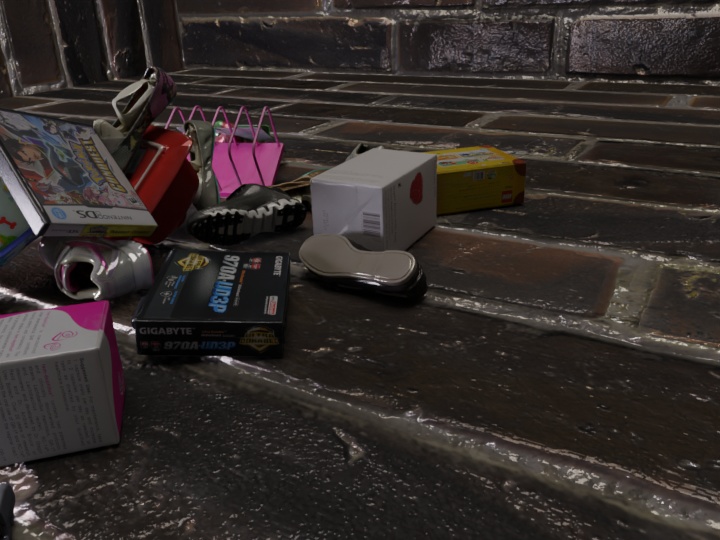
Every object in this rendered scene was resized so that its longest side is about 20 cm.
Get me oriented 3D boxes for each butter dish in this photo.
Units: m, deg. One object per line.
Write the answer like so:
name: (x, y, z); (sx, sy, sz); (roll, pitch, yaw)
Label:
butter dish: (-0.340, -0.118, 1.049); (0.199, 0.148, 0.201); (20, 75, 36)

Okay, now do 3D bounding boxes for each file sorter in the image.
file sorter: (-0.267, -0.235, 1.252); (0.198, 0.126, 0.140); (2, 54, 10)

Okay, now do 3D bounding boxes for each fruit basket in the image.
fruit basket: (-0.270, -0.287, 1.405); (0.183, 0.095, 0.200); (2, -9, 11)

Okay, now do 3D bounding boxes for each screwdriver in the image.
screwdriver: (-0.262, 0.020, 0.843); (0.028, 0.029, 0.201); (-3, 28, -3)

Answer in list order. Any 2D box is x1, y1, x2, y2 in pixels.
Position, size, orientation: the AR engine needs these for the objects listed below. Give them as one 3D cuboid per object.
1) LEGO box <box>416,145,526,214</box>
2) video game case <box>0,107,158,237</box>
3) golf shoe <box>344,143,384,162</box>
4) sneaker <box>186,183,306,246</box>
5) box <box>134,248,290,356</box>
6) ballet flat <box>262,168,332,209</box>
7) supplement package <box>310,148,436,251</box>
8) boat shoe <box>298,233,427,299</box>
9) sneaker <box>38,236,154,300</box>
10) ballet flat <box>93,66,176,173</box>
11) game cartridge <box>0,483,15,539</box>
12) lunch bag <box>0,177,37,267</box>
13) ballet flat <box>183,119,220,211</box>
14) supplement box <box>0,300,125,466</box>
LEGO box: (0.175, -0.165, 1.176); (0.198, 0.078, 0.149); (-9, 24, -14)
video game case: (-0.380, -0.126, 0.843); (0.201, 0.025, 0.180); (53, 23, 15)
golf shoe: (0.023, -0.178, 1.176); (0.078, 0.098, 0.200); (18, 11, -36)
sneaker: (-0.190, -0.094, 1.036); (0.198, 0.067, 0.091); (-14, 47, -34)
box: (-0.165, 0.033, 0.775); (0.157, 0.047, 0.200); (2, 24, -4)
ballet flat: (-0.110, -0.127, 1.145); (0.198, 0.068, 0.072); (-15, 47, -27)
supplement package: (0.027, -0.102, 0.989); (0.119, 0.123, 0.200); (10, 27, 26)
boat shoe: (0.000, 0.000, 0.858); (0.199, 0.057, 0.067); (13, 63, 39)
sneaker: (-0.373, -0.012, 0.868); (0.198, 0.082, 0.088); (11, 25, 30)
ballet flat: (-0.351, -0.221, 0.974); (0.069, 0.071, 0.201); (23, 77, 34)
game cartridge: (-0.297, 0.217, 0.397); (0.132, 0.041, 0.200); (-14, 26, -15)
lunch bag: (-0.522, -0.063, 0.820); (0.200, 0.170, 0.127); (-46, 15, -20)
ballet flat: (-0.281, -0.169, 1.119); (0.063, 0.202, 0.067); (7, -25, -32)
supplement box: (-0.319, 0.103, 0.574); (0.198, 0.104, 0.101); (-9, 23, -12)
